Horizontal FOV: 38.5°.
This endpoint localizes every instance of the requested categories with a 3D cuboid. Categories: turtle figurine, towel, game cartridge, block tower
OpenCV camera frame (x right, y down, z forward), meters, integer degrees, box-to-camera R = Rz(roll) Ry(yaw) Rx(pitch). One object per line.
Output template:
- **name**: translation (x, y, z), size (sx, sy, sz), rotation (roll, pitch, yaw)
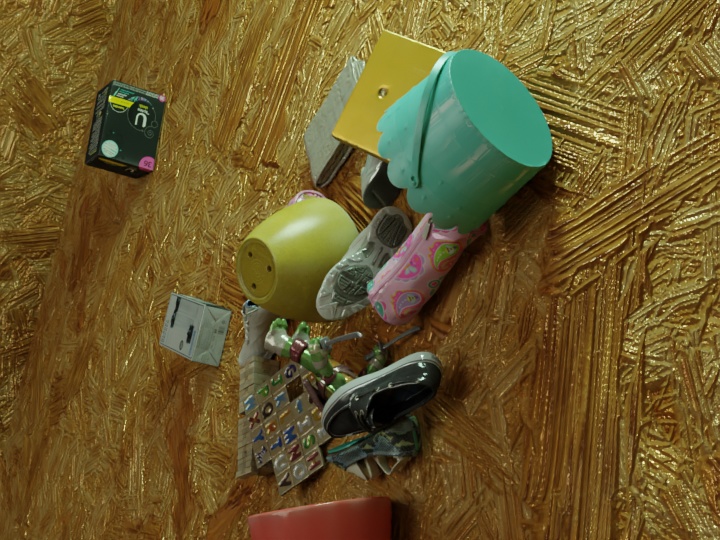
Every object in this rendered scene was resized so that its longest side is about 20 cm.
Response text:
- **turtle figurine**: translation (-0.029, 0.109, 1.467), size (0.193, 0.143, 0.202), rotation (27, 128, 32)
- **towel**: translation (-0.037, -0.254, 1.763), size (0.201, 0.034, 0.134), rotation (-53, 36, 36)
- **game cartridge**: translation (0.074, -0.234, 1.471), size (0.199, 0.032, 0.178), rotation (28, 91, 30)
- **block tower**: translation (-0.174, 0.254, 1.764), size (0.054, 0.057, 0.203), rotation (-32, 50, 49)

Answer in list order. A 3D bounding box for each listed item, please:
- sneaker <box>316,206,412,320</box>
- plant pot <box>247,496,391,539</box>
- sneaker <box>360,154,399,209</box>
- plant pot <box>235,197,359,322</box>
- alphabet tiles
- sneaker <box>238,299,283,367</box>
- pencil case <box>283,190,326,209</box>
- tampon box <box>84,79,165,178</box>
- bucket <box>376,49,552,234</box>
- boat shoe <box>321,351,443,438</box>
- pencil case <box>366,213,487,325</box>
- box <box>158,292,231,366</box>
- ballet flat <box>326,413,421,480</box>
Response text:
- **sneaker**: translation (0.000, 0.000, 1.526), size (0.200, 0.078, 0.099), rotation (-50, 6, -22)
- **plant pot**: translation (-0.043, 0.403, 1.367), size (0.200, 0.198, 0.180), rotation (-29, 65, 51)
- **sneaker**: translation (0.048, -0.194, 1.561), size (0.201, 0.070, 0.081), rotation (-58, 32, 29)
- **plant pot**: translation (-0.112, -0.009, 1.615), size (0.199, 0.141, 0.203), rotation (8, 102, 44)
- **alphabet tiles**: translation (-0.116, 0.250, 1.658), size (0.167, 0.008, 0.202), rotation (-38, 50, 24)
- **sneaker**: translation (-0.176, 0.087, 1.803), size (0.201, 0.086, 0.075), rotation (-62, 35, 24)
- **pencil case**: translation (-0.126, -0.060, 1.788), size (0.083, 0.086, 0.200), rotation (56, 137, 3)
- **tampon box**: translation (-0.603, -0.358, 2.636), size (0.126, 0.148, 0.203), rotation (-11, 69, 58)
- **bucket**: translation (0.132, -0.166, 1.289), size (0.135, 0.205, 0.209), rotation (-40, 46, 37)
- **boat shoe**: translation (0.025, 0.179, 1.352), size (0.199, 0.070, 0.067), rotation (-29, 27, 24)
- **pencil case**: translation (0.087, -0.017, 1.405), size (0.201, 0.087, 0.088), rotation (-53, 37, 33)
- **box**: translation (-0.337, 0.117, 2.085), size (0.199, 0.060, 0.118), rotation (14, 90, 60)
- **ballet flat**: translation (0.018, 0.257, 1.436), size (0.200, 0.073, 0.075), rotation (-37, 48, 52)
